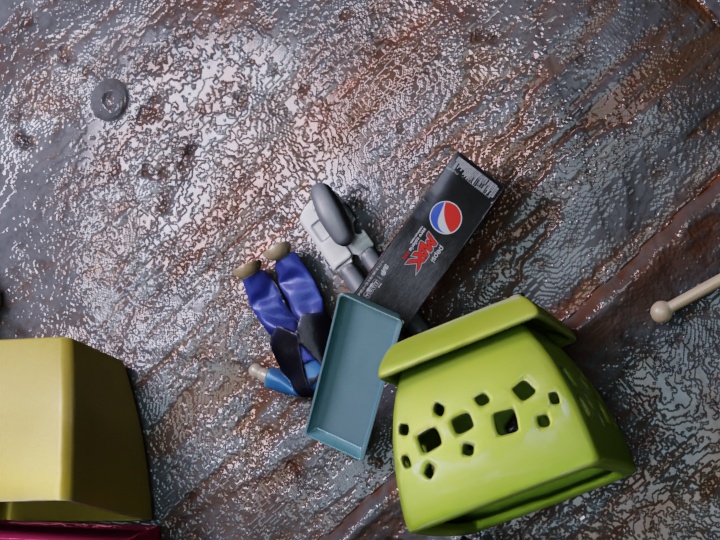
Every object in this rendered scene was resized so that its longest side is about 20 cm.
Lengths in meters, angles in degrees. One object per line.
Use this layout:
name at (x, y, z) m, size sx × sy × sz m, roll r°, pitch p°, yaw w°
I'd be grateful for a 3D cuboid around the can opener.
can opener at (0.000, 0.000, 1.546) m, size 0.052 × 0.066 × 0.201 m, roll -37°, pitch 80°, yaw 10°

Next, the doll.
doll at (-0.065, 0.076, 1.566) m, size 0.136 × 0.048 × 0.201 m, roll -30°, pitch 82°, yaw 12°

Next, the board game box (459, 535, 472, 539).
board game box at (0.146, 0.382, 1.427) m, size 0.199 × 0.057 × 0.166 m, roll 31°, pitch 86°, yaw 3°

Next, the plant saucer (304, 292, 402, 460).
plant saucer at (-0.007, 0.106, 1.473) m, size 0.069 × 0.019 × 0.201 m, roll 23°, pitch 131°, yaw 11°

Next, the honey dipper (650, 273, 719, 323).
honey dipper at (0.374, 0.000, 1.434) m, size 0.199 × 0.038 × 0.038 m, roll -32°, pitch 76°, yaw 16°

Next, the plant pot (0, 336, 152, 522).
plant pot at (-0.349, 0.173, 1.583) m, size 0.198 × 0.200 × 0.178 m, roll -4°, pitch 75°, yaw 18°

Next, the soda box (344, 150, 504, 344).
soda box at (0.062, -0.019, 1.489) m, size 0.063 × 0.071 × 0.201 m, roll 36°, pitch 81°, yaw 0°

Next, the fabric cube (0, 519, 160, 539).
fabric cube at (-0.324, 0.371, 1.529) m, size 0.194 × 0.200 × 0.202 m, roll 1°, pitch 85°, yaw 5°

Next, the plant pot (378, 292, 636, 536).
plant pot at (0.135, 0.140, 1.420) m, size 0.198 × 0.199 × 0.183 m, roll -22°, pitch 72°, yaw 16°
